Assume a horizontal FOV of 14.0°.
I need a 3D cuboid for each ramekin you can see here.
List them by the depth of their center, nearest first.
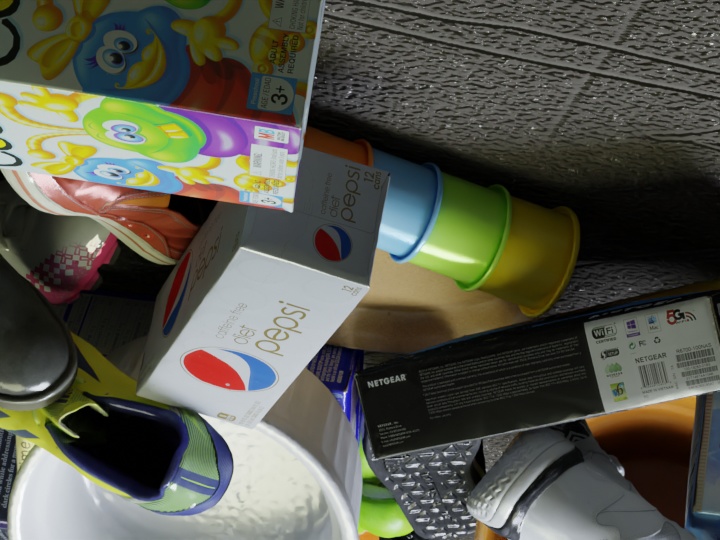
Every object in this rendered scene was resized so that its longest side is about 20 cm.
[{"bbox_3d":[-0.092,0.130,1.659,0.199,0.098,0.201,4,120,7],"label":"ramekin"}]

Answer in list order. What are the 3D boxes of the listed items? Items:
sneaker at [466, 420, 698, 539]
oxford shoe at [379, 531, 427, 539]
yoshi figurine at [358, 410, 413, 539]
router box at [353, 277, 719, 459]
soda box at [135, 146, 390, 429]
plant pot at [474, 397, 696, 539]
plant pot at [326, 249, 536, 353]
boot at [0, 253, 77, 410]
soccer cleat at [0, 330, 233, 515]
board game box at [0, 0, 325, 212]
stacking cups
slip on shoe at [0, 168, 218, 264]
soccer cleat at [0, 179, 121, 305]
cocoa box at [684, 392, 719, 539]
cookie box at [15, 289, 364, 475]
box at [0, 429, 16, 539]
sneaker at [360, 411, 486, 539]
[{"bbox_3d":[0.123,0.136,1.584,0.115,0.075,0.200,42,-173,6],"label":"sneaker"},{"bbox_3d":[-0.036,0.164,1.986,0.200,0.073,0.084,29,138,-21],"label":"oxford shoe"},{"bbox_3d":[-0.050,0.103,1.850,0.199,0.113,0.112,18,128,10],"label":"yoshi figurine"},{"bbox_3d":[0.117,0.046,1.507,0.199,0.051,0.149,-13,-179,26],"label":"router box"},{"bbox_3d":[-0.051,0.009,1.441,0.068,0.064,0.200,17,152,-12],"label":"soda box"},{"bbox_3d":[0.174,0.170,1.785,0.199,0.201,0.183,6,176,6],"label":"plant pot"},{"bbox_3d":[0.000,0.000,1.602,0.199,0.028,0.200,8,160,3],"label":"plant pot"},{"bbox_3d":[-0.212,-0.031,1.445,0.182,0.073,0.200,43,158,14],"label":"boot"},{"bbox_3d":[-0.157,0.068,1.540,0.200,0.065,0.084,25,180,21],"label":"soccer cleat"},{"bbox_3d":[-0.118,-0.102,1.254,0.199,0.103,0.105,9,160,0],"label":"board game box"},{"bbox_3d":[0.011,-0.032,1.457,0.199,0.061,0.060,18,159,-24],"label":"stacking cups"},{"bbox_3d":[-0.119,-0.056,1.443,0.061,0.074,0.200,-16,155,25],"label":"slip on shoe"},{"bbox_3d":[-0.194,-0.017,1.576,0.086,0.070,0.200,24,155,-23],"label":"soccer cleat"},{"bbox_3d":[0.281,0.101,1.604,0.199,0.132,0.133,7,160,6],"label":"cocoa box"},{"bbox_3d":[-0.103,0.107,1.750,0.199,0.075,0.172,6,124,6],"label":"cookie box"},{"bbox_3d":[-0.227,0.139,1.969,0.199,0.105,0.148,10,161,-5],"label":"box"},{"bbox_3d":[0.036,0.090,1.751,0.071,0.083,0.200,-9,149,2],"label":"sneaker"}]
